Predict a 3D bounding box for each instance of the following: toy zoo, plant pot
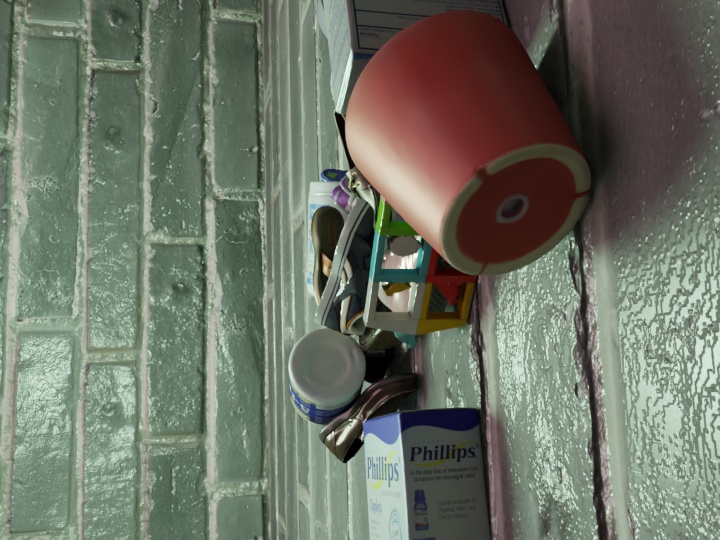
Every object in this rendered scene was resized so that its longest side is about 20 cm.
[{"bbox_3d":[0.075,0.003,0.866,0.020,0.130,0.201,-114,27,-59],"label":"toy zoo"},{"bbox_3d":[0.103,-0.105,0.668,0.178,0.199,0.201,-115,27,-42],"label":"plant pot"}]

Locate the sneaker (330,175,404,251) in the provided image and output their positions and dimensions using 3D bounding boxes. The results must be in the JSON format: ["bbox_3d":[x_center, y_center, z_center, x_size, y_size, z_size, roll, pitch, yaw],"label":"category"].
[{"bbox_3d":[0.005,-0.076,1.102,0.201,0.114,0.073,-88,18,-50],"label":"sneaker"}]

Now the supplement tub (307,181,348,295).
[{"bbox_3d":[-0.029,-0.055,1.295,0.132,0.131,0.202,-157,67,-75],"label":"supplement tub"}]

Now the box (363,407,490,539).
[{"bbox_3d":[0.077,0.280,0.915,0.184,0.104,0.201,133,136,-69],"label":"box"}]

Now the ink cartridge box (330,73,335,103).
[{"bbox_3d":[0.008,-0.324,1.234,0.201,0.082,0.146,-104,17,-48],"label":"ink cartridge box"}]

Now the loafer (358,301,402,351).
[{"bbox_3d":[0.063,0.052,1.064,0.200,0.067,0.076,-48,45,47],"label":"loafer"}]

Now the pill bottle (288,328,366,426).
[{"bbox_3d":[-0.056,0.183,1.183,0.200,0.119,0.120,98,167,-63],"label":"pill bottle"}]

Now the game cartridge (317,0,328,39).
[{"bbox_3d":[-0.002,-0.407,1.181,0.201,0.132,0.041,-103,25,-45],"label":"game cartridge"}]

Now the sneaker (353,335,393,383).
[{"bbox_3d":[0.020,0.099,1.220,0.098,0.070,0.202,-127,38,-69],"label":"sneaker"}]

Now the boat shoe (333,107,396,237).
[{"bbox_3d":[0.007,-0.140,1.023,0.072,0.059,0.201,138,124,-70],"label":"boat shoe"}]

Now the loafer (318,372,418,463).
[{"bbox_3d":[0.023,0.227,1.119,0.200,0.073,0.071,-45,63,28],"label":"loafer"}]

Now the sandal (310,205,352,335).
[{"bbox_3d":[-0.030,-0.004,1.096,0.054,0.080,0.201,-15,77,39],"label":"sandal"}]

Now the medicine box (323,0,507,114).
[{"bbox_3d":[0.058,-0.281,0.828,0.103,0.181,0.201,115,152,-61],"label":"medicine box"}]

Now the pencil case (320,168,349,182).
[{"bbox_3d":[-0.047,-0.111,1.480,0.078,0.087,0.201,29,126,32],"label":"pencil case"}]

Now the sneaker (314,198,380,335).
[{"bbox_3d":[0.000,0.000,1.000,0.079,0.079,0.201,-58,-13,-57],"label":"sneaker"}]

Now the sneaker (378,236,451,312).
[{"bbox_3d":[0.068,-0.028,0.931,0.104,0.075,0.201,33,123,41],"label":"sneaker"}]
